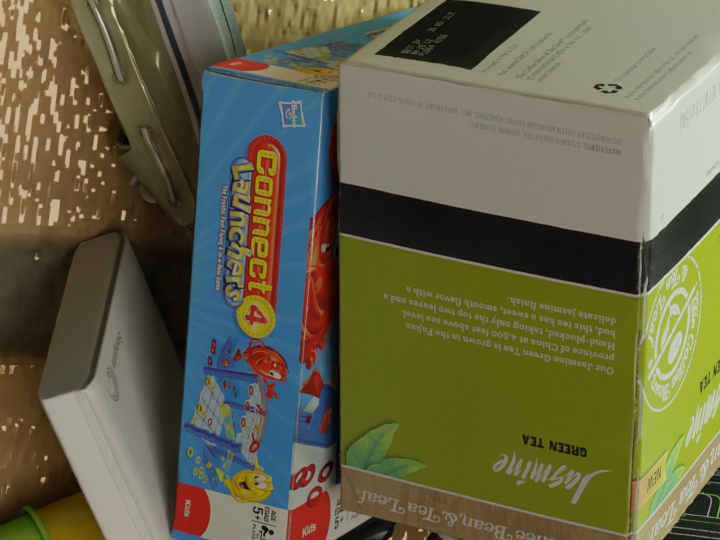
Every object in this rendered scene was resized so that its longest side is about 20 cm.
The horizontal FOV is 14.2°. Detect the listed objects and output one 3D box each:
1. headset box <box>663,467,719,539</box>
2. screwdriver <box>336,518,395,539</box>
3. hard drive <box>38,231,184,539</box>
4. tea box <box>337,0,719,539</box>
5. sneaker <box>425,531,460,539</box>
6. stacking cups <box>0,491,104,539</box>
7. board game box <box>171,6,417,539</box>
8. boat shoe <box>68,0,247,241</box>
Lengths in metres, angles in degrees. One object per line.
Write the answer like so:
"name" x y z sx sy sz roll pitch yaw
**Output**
"headset box" 0.172 0.162 1.352 0.200 0.092 0.175 -36 125 -55
"screwdriver" 0.045 0.093 1.348 0.199 0.028 0.029 -28 146 -15
"hard drive" -0.081 0.100 1.231 0.027 0.132 0.201 -16 117 11
"tea box" 0.090 -0.016 1.174 0.200 0.133 0.198 -41 138 -54
"sneaker" 0.046 0.156 1.261 0.200 0.115 0.076 -43 82 10
"stacking cups" -0.185 0.151 1.231 0.199 0.060 0.061 -23 115 -19
"board game box" 0.000 0.000 1.219 0.200 0.056 0.197 -25 123 -59
"boat shoe" -0.073 -0.059 1.225 0.062 0.072 0.201 -12 115 8
